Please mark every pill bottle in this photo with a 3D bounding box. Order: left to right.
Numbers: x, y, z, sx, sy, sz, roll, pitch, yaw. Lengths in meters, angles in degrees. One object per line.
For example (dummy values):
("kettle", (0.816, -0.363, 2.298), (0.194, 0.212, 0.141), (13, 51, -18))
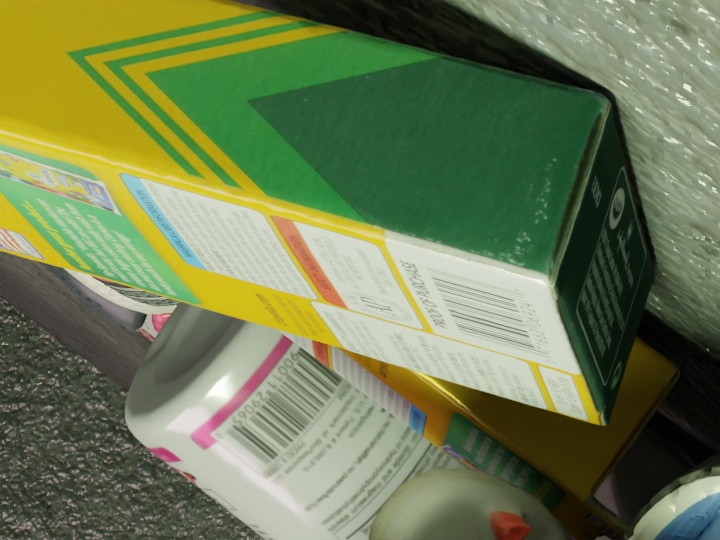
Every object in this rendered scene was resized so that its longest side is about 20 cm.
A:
("pill bottle", (0.012, 0.079, 1.000), (0.200, 0.114, 0.113), (41, 171, -17))

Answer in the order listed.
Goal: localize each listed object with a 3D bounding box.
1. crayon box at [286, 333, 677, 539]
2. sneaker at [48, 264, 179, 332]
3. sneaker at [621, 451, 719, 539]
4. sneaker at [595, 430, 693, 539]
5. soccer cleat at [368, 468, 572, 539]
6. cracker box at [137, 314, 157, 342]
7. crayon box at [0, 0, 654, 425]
("crayon box", (0.027, 0.020, 0.785), (0.200, 0.052, 0.126), (37, 172, 6))
("sneaker", (-0.147, -0.052, 1.111), (0.199, 0.081, 0.075), (29, 157, 3))
("sneaker", (0.124, 0.112, 0.677), (0.089, 0.078, 0.201), (48, 156, 35))
("sneaker", (0.122, 0.104, 0.874), (0.088, 0.076, 0.200), (-3, -146, -37))
("soccer cleat", (0.044, 0.112, 0.754), (0.077, 0.069, 0.200), (32, 171, 41))
("cracker box", (-0.035, 0.047, 1.218), (0.200, 0.058, 0.134), (36, 171, 10))
("crayon box", (-0.029, -0.025, 0.638), (0.199, 0.052, 0.126), (15, 165, 16))
